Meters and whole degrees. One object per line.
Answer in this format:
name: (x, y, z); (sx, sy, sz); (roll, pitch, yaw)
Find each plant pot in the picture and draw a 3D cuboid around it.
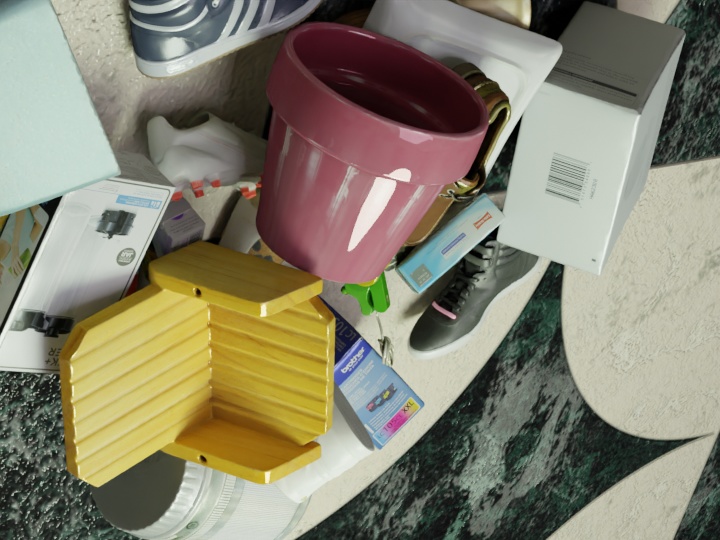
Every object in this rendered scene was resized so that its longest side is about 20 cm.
plant pot: (-0.326, -0.147, 1.340); (0.199, 0.196, 0.197); (-28, 139, -10)
plant pot: (-0.006, -0.097, 1.605); (0.199, 0.200, 0.180); (-3, 126, -42)

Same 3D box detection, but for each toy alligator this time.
toy alligator: (0.000, 0.000, 1.774); (0.059, 0.054, 0.202); (-48, 137, -67)

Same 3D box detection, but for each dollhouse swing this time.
dollhouse swing: (-0.142, 0.109, 1.589); (0.176, 0.181, 0.201); (-46, 145, -51)

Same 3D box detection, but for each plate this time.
plate: (0.070, -0.160, 1.724); (0.199, 0.032, 0.200); (17, 122, -24)

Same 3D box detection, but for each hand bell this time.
hand bell: (0.052, -0.247, 1.714); (0.199, 0.104, 0.105); (-15, 134, -17)

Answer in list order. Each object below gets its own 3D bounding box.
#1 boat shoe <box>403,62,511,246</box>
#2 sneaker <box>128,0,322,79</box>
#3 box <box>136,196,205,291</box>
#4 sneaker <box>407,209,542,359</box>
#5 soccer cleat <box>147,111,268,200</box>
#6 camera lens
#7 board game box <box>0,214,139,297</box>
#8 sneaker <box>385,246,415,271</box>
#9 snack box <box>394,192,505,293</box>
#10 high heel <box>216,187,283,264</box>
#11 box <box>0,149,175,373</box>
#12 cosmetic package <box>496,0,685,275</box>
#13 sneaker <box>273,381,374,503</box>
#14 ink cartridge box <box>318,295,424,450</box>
boat shoe: (0.080, -0.095, 1.697); (0.072, 0.068, 0.201); (-15, 138, -42)
sneaker: (-0.113, -0.251, 1.543); (0.199, 0.070, 0.109); (-30, 141, -17)
box: (-0.185, 0.014, 1.689); (0.041, 0.039, 0.201); (-26, 152, -31)
sneaker: (0.117, 0.008, 1.995); (0.200, 0.071, 0.099); (-42, 141, -17)
soccer cleat: (-0.122, -0.111, 1.665); (0.069, 0.078, 0.199); (-24, 171, 32)
camera lens: (-0.156, 0.200, 1.821); (0.199, 0.160, 0.161); (15, 112, -49)
board game box: (-0.291, -0.004, 1.611); (0.199, 0.040, 0.154); (-15, 132, -35)
sneaker: (0.059, -0.092, 1.846); (0.200, 0.085, 0.077); (-48, 179, -29)
snack box: (0.090, -0.026, 1.864); (0.116, 0.037, 0.200); (-41, 180, 0)
high heel: (-0.099, -0.014, 1.781); (0.199, 0.071, 0.143); (-32, 152, -25)
box: (-0.256, -0.009, 1.558); (0.116, 0.060, 0.201); (9, 116, -47)
cosmetic package: (0.241, -0.141, 1.872); (0.200, 0.122, 0.200); (-52, 157, -51)
sneaker: (-0.083, 0.126, 1.734); (0.115, 0.201, 0.074); (-39, 155, 13)
ink cartridge box: (-0.033, 0.088, 1.860); (0.076, 0.136, 0.200); (-47, 143, -2)
